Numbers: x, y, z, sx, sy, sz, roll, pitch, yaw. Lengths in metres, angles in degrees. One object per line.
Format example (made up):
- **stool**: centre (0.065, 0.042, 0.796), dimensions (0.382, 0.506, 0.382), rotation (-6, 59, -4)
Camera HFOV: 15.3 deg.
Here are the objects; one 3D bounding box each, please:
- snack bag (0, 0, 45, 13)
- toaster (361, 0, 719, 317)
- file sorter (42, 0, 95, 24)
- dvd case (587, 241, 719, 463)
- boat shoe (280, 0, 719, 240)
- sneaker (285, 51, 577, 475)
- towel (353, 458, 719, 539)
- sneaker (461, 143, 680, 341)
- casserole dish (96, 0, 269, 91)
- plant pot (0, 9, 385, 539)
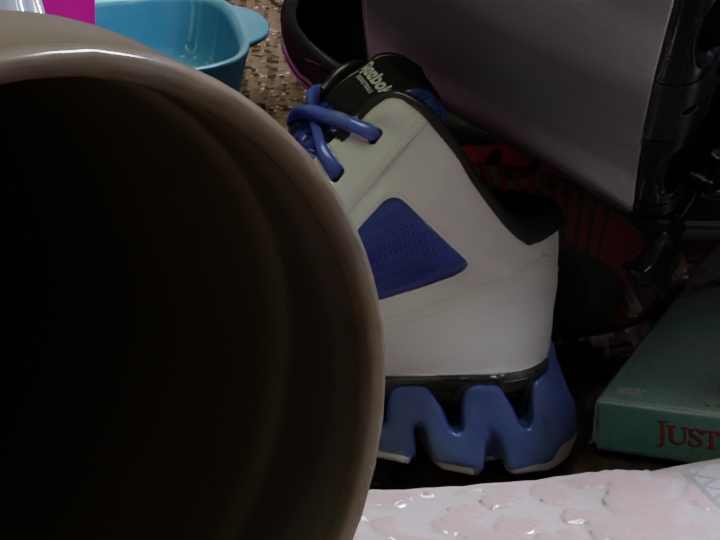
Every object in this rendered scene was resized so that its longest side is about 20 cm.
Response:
- **snack bag**: centre (-0.193, -0.082, 0.791), dimensions (0.199, 0.189, 0.021), rotation (-21, -20, 11)
- **toaster**: centre (0.089, -0.125, 0.796), dimensions (0.118, 0.181, 0.200), rotation (27, 68, 13)
- **file sorter**: centre (-0.182, -0.064, 0.920), dimensions (0.125, 0.140, 0.200), rotation (4, 16, 14)
- **dvd case**: centre (0.174, 0.018, 0.866), dimensions (0.146, 0.022, 0.200), rotation (7, 23, 23)
- **boat shoe**: centre (0.065, -0.062, 0.898), dimensions (0.199, 0.070, 0.066), rotation (21, -2, 9)
- **sneaker**: centre (-0.026, -0.009, 0.789), dimensions (0.199, 0.116, 0.081), rotation (5, 13, -14)
- **towel**: centre (0.079, 0.097, 0.669), dimensions (0.190, 0.032, 0.200), rotation (-8, 22, -13)
- **sneaker**: centre (0.000, 0.000, 0.869), dimensions (0.200, 0.071, 0.098), rotation (7, 31, 14)
- **casserole dish**: centre (-0.137, -0.079, 1.120), dimensions (0.199, 0.039, 0.121), rotation (-5, 22, -9)
- **plant pot**: centre (-0.123, 0.016, 0.645), dimensions (0.199, 0.201, 0.173), rotation (-16, 31, -31)
